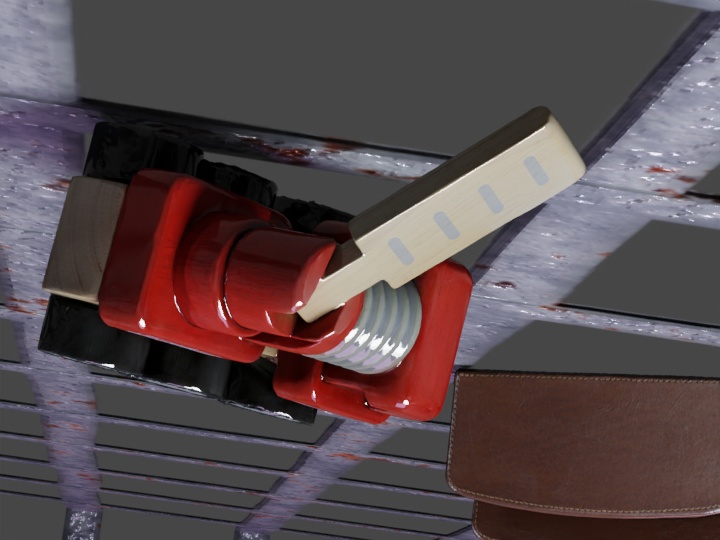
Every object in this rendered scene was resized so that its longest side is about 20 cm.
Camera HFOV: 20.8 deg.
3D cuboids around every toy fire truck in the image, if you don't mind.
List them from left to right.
[{"bbox_3d":[0.000,0.000,0.784,0.199,0.129,0.176,11,173,38],"label":"toy fire truck"}]

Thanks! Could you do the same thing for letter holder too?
[{"bbox_3d":[0.161,0.143,1.234,0.199,0.143,0.100,0,166,30],"label":"letter holder"}]
